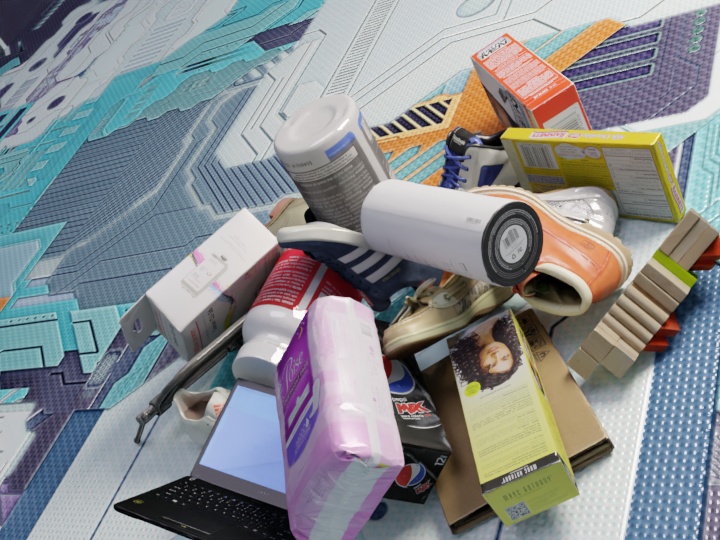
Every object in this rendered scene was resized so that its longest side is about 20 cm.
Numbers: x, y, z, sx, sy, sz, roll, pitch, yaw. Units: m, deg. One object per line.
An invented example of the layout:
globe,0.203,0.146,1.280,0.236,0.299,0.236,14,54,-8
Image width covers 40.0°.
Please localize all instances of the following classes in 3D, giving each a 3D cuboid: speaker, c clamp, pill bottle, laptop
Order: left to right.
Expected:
c clamp,-0.193,0.114,1.187,0.200,0.027,0.171,-41,-6,-29
laptop,-0.103,0.186,0.952,0.174,0.199,0.105,12,96,23
pill bottle,-0.067,0.050,1.138,0.111,0.113,0.202,-5,42,36
pill bottle,-0.013,-0.101,1.201,0.112,0.201,0.115,-21,34,15
speaker,0.084,-0.041,0.979,0.081,0.082,0.199,-46,31,-18

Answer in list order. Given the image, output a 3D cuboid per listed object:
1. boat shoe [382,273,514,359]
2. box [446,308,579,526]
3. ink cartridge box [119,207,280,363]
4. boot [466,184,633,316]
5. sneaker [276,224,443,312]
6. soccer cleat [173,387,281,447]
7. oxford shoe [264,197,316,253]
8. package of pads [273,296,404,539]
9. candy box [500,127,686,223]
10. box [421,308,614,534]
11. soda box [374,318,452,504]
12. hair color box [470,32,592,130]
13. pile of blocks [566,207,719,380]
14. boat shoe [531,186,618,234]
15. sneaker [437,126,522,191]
boat shoe,0.081,0.034,0.998,0.073,0.063,0.199,-30,-4,39
box,0.132,0.125,0.887,0.074,0.050,0.201,-27,35,12
ink cartridge box,-0.185,0.033,1.174,0.067,0.117,0.200,42,70,15
boot,0.162,-0.020,0.991,0.198,0.076,0.107,24,39,28
sneaker,0.000,0.000,1.094,0.075,0.196,0.086,-154,73,-76
soccer cleat,-0.128,0.166,1.075,0.198,0.078,0.070,-1,44,39
oxford shoe,-0.099,-0.032,1.309,0.073,0.071,0.202,-7,42,30
package of pads,-0.024,0.132,0.899,0.121,0.075,0.202,-58,27,33
candy box,0.249,-0.106,1.072,0.198,0.103,0.026,12,53,47
box,0.129,0.136,0.941,0.162,0.021,0.201,-31,34,7
soda box,0.025,0.130,0.967,0.201,0.062,0.072,-111,39,-56
hair color box,0.213,-0.204,1.219,0.063,0.112,0.201,-30,33,3
pile of blocks,0.277,0.032,0.928,0.062,0.082,0.201,39,83,12
boat shoe,0.180,-0.042,1.079,0.197,0.071,0.070,-10,40,29
sneaker,0.116,-0.103,1.170,0.198,0.116,0.081,-37,32,-5
